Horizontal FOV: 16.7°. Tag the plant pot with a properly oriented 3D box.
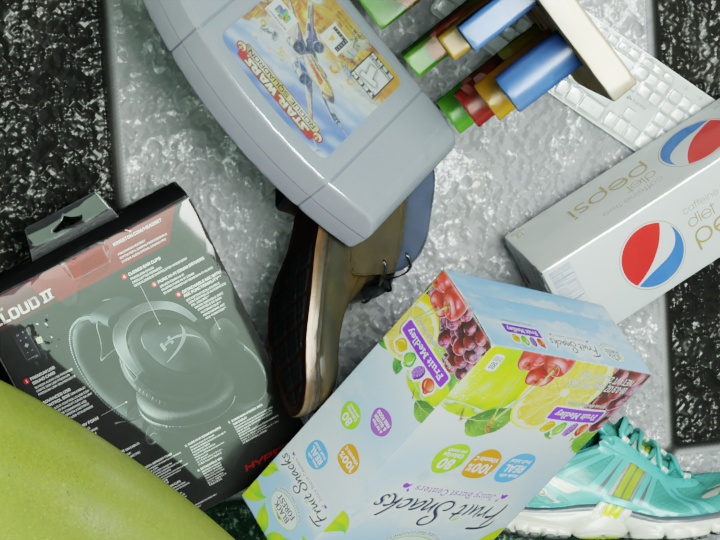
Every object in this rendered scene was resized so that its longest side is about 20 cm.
[{"bbox_3d":[-0.175,0.169,1.404,0.199,0.187,0.188,21,94,-26],"label":"plant pot"}]

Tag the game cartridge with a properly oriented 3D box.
[{"bbox_3d":[-0.038,-0.118,1.467,0.041,0.133,0.200,-35,98,38],"label":"game cartridge"}]

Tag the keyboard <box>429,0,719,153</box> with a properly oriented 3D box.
[{"bbox_3d":[0.139,-0.135,1.564,0.199,0.011,0.056,33,91,-14],"label":"keyboard"}]

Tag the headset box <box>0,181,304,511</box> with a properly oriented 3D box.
[{"bbox_3d":[-0.139,0.052,1.502,0.148,0.077,0.201,-28,102,-6],"label":"headset box"}]

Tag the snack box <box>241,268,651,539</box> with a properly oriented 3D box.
[{"bbox_3d":[0.053,0.100,1.477,0.168,0.068,0.200,11,128,-49],"label":"snack box"}]

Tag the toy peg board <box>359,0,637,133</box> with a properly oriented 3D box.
[{"bbox_3d":[0.055,-0.165,1.439,0.098,0.199,0.200,-38,97,4],"label":"toy peg board"}]

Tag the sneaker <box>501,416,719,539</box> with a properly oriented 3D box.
[{"bbox_3d":[0.172,0.135,1.582,0.198,0.077,0.080,3,89,-12],"label":"sneaker"}]

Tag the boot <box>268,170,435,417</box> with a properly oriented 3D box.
[{"bbox_3d":[0.000,0.000,1.494,0.096,0.075,0.201,12,64,-21],"label":"boot"}]

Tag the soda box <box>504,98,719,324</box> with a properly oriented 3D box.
[{"bbox_3d":[0.196,-0.039,1.555,0.199,0.068,0.064,-32,118,-5],"label":"soda box"}]
